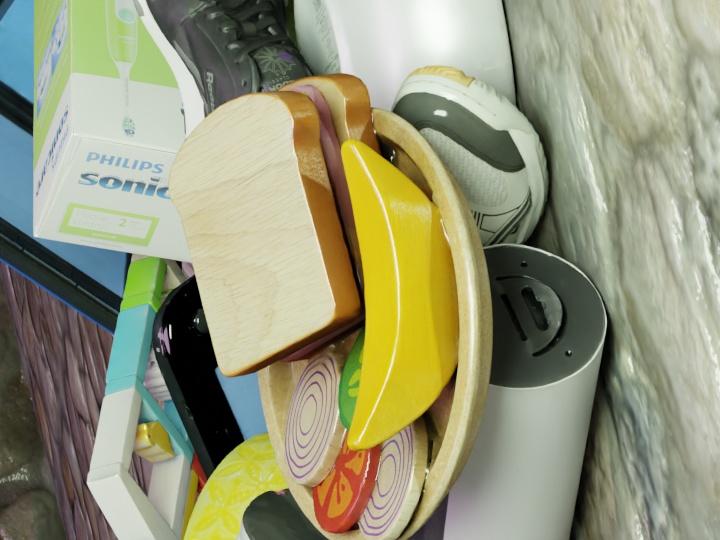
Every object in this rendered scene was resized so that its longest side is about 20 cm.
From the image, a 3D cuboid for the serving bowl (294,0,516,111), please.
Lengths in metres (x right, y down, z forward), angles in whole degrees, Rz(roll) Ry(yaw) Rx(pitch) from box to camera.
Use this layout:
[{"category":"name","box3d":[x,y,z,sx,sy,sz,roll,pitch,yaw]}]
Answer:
[{"category":"serving bowl","box3d":[0.011,-0.106,1.298,0.200,0.065,0.201,169,90,-77]}]

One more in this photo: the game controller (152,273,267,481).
[{"category":"game controller","box3d":[-0.046,0.084,1.485,0.042,0.104,0.201,2,121,48]}]

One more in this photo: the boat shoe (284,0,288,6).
[{"category":"boat shoe","box3d":[-0.024,-0.214,1.362,0.202,0.060,0.072,93,155,-47]}]

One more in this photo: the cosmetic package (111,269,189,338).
[{"category":"cosmetic package","box3d":[-0.136,-0.075,1.829,0.199,0.122,0.201,-138,37,-69]}]

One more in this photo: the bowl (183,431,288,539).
[{"category":"bowl","box3d":[0.006,0.179,1.424,0.107,0.200,0.201,-6,97,35]}]

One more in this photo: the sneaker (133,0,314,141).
[{"category":"sneaker","box3d":[-0.048,-0.100,1.297,0.087,0.075,0.201,-9,96,63]}]

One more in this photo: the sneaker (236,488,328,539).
[{"category":"sneaker","box3d":[0.017,0.189,1.319,0.200,0.080,0.087,39,131,10]}]

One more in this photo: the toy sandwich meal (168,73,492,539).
[{"category":"toy sandwich meal","box3d":[-0.017,0.017,1.145,0.205,0.070,0.207,-1,89,60]}]

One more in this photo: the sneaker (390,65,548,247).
[{"category":"sneaker","box3d":[0.028,-0.001,1.212,0.075,0.088,0.201,26,144,15]}]

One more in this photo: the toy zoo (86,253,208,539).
[{"category":"toy zoo","box3d":[-0.097,0.100,1.462,0.201,0.020,0.131,-84,-28,-45]}]

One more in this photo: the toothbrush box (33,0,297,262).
[{"category":"toothbrush box","box3d":[-0.092,-0.107,1.441,0.086,0.145,0.201,118,154,-45]}]

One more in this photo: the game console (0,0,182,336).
[{"category":"game console","box3d":[-0.146,-0.081,1.528,0.118,0.200,0.171,-40,31,27]}]

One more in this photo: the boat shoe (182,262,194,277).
[{"category":"boat shoe","box3d":[-0.076,-0.089,1.673,0.071,0.067,0.201,-5,83,33]}]

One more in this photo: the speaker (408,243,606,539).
[{"category":"speaker","box3d":[0.060,0.081,1.221,0.201,0.081,0.081,95,159,-49]}]
